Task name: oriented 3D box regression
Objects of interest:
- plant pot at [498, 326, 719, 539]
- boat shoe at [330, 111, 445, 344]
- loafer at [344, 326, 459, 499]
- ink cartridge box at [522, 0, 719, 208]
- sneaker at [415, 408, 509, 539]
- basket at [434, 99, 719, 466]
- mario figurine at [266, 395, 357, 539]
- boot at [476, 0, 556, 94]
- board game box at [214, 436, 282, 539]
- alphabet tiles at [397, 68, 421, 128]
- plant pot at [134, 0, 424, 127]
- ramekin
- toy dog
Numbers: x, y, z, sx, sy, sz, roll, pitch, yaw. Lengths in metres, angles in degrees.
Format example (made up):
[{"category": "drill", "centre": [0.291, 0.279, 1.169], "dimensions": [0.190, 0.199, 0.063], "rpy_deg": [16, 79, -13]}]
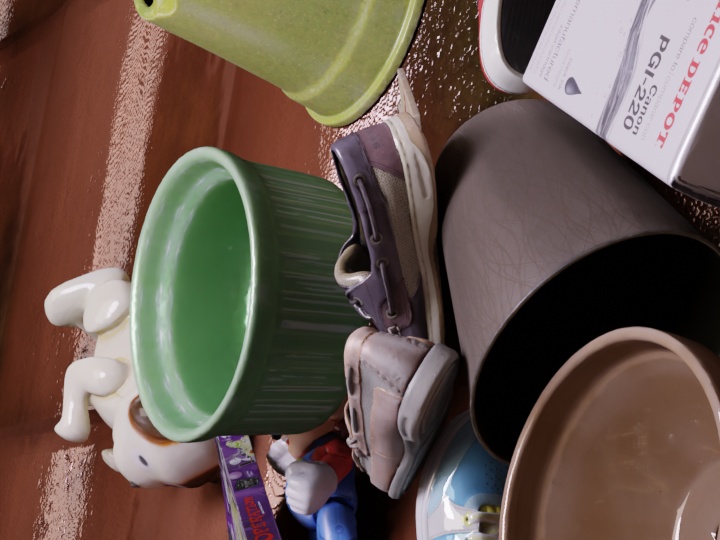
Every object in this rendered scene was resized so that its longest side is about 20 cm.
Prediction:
[{"category": "plant pot", "centre": [0.168, 0.136, 1.169], "dimensions": [0.201, 0.093, 0.201], "rpy_deg": [-32, 52, 52]}, {"category": "boat shoe", "centre": [0.015, -0.003, 1.359], "dimensions": [0.072, 0.065, 0.200], "rpy_deg": [-116, 18, -57]}, {"category": "loafer", "centre": [0.019, 0.082, 1.322], "dimensions": [0.072, 0.063, 0.200], "rpy_deg": [-58, -9, -21]}, {"category": "ink cartridge box", "centre": [0.195, -0.135, 1.274], "dimensions": [0.200, 0.085, 0.146], "rpy_deg": [44, 115, 57]}, {"category": "sneaker", "centre": [0.088, 0.189, 1.314], "dimensions": [0.131, 0.079, 0.200], "rpy_deg": [-169, 85, -65]}, {"category": "basket", "centre": [0.120, -0.008, 1.301], "dimensions": [0.180, 0.136, 0.200], "rpy_deg": [-49, 31, 21]}, {"category": "mario figurine", "centre": [-0.045, 0.147, 1.547], "dimensions": [0.123, 0.106, 0.200], "rpy_deg": [-26, 57, 40]}, {"category": "boot", "centre": [0.095, -0.193, 1.509], "dimensions": [0.144, 0.072, 0.200], "rpy_deg": [-31, 42, 54]}, {"category": "board game box", "centre": [-0.077, 0.203, 1.576], "dimensions": [0.200, 0.032, 0.120], "rpy_deg": [-117, 15, -66]}, {"category": "alphabet tiles", "centre": [0.040, -0.043, 1.475], "dimensions": [0.200, 0.006, 0.167], "rpy_deg": [-101, 5, -71]}, {"category": "plant pot", "centre": [-0.073, -0.235, 1.718], "dimensions": [0.200, 0.184, 0.201], "rpy_deg": [-36, 46, 49]}, {"category": "ramekin", "centre": [-0.074, 0.020, 1.471], "dimensions": [0.200, 0.098, 0.200], "rpy_deg": [-18, 70, 59]}, {"category": "toy dog", "centre": [-0.158, 0.098, 1.788], "dimensions": [0.194, 0.140, 0.200], "rpy_deg": [-24, 43, 10]}]
